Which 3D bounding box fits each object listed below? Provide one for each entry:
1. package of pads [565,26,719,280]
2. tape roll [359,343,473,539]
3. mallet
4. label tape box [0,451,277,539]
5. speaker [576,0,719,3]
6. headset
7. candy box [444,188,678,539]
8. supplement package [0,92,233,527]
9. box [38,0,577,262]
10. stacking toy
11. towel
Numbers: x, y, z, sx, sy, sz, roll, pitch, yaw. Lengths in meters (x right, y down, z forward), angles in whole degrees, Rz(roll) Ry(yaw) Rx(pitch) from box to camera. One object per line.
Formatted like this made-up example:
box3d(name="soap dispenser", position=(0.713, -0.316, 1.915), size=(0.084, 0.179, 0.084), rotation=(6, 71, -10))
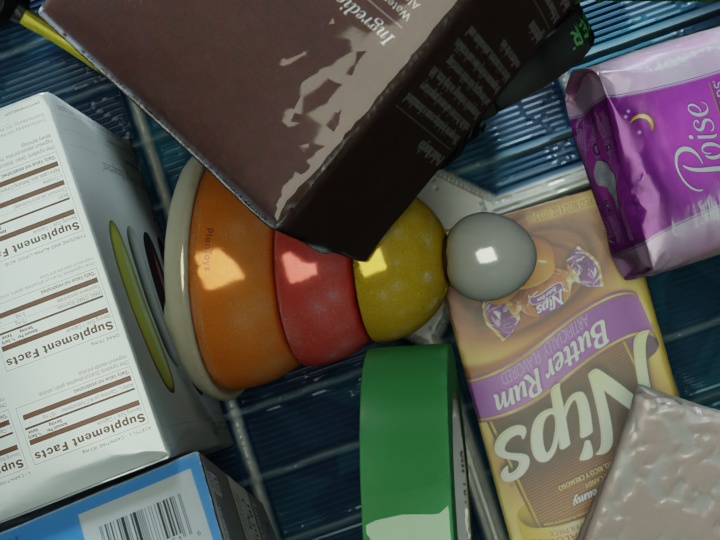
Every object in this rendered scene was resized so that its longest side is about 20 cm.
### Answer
box3d(name="package of pads", position=(0.224, -0.080, 1.006), size=(0.198, 0.076, 0.122), rotation=(-17, 87, -8))
box3d(name="tape roll", position=(0.034, 0.142, 0.983), size=(0.048, 0.200, 0.203), rotation=(-5, 86, 5))
box3d(name="mallet", position=(-0.159, -0.129, 1.104), size=(0.199, 0.066, 0.041), rotation=(30, 100, -8))
box3d(name="label tape box", position=(-0.119, 0.177, 1.009), size=(0.143, 0.200, 0.064), rotation=(-22, 68, 4))
box3d(name="speaker", position=(0.186, -0.191, 1.012), size=(0.198, 0.088, 0.089), rotation=(-3, 86, -20))
box3d(name="headset", position=(0.045, -0.091, 1.045), size=(0.198, 0.124, 0.095), rotation=(-21, 108, 18))
box3d(name="candy box", position=(0.120, 0.061, 1.052), size=(0.116, 0.056, 0.202), rotation=(-16, 87, 3))
box3d(name="supplement package", position=(-0.183, 0.031, 1.015), size=(0.146, 0.191, 0.202), rotation=(-20, 85, 5))
box3d(name="box", position=(-0.014, -0.137, 0.891), size=(0.164, 0.166, 0.200), rotation=(41, 94, 13))
box3d(name="stacking toy", position=(0.000, 0.000, 1.008), size=(0.198, 0.146, 0.148), rotation=(0, 87, 15))
box3d(name="towel", position=(0.212, 0.177, 1.010), size=(0.198, 0.032, 0.193), rotation=(17, 103, -6))
